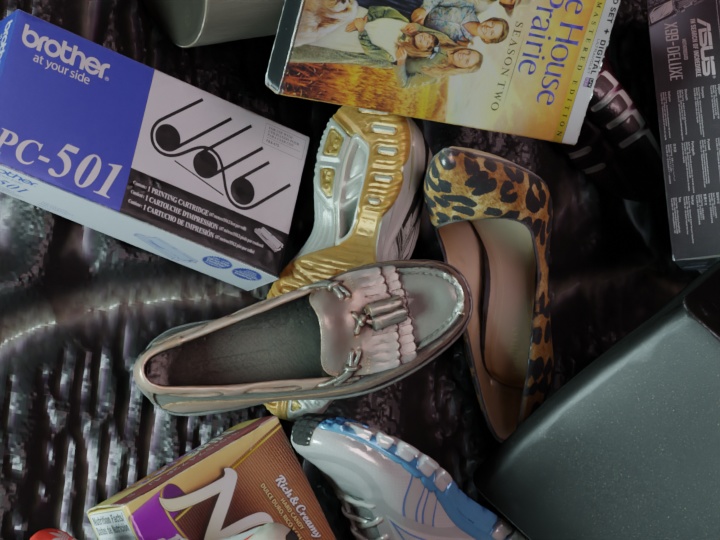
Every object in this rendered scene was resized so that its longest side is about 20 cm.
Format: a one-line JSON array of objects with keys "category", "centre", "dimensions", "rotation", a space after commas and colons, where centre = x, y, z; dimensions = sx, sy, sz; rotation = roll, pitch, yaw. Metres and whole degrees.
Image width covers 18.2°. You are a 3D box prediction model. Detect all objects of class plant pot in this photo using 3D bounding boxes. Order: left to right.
[{"category": "plant pot", "centre": [0.225, 0.100, 1.348], "dimensions": [0.200, 0.178, 0.199], "rotation": [43, 37, 12]}]

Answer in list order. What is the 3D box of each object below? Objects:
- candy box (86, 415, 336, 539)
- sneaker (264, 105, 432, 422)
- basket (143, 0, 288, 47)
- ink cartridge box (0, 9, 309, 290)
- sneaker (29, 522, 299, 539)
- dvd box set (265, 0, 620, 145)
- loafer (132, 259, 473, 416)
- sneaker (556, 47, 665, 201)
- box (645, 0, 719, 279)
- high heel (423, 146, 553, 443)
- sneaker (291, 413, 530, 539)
[{"category": "candy box", "centre": [-0.060, 0.199, 1.293], "dimensions": [0.116, 0.056, 0.201], "rotation": [-28, 96, -32]}, {"category": "sneaker", "centre": [0.000, 0.000, 1.360], "dimensions": [0.088, 0.075, 0.201], "rotation": [27, 83, -66]}, {"category": "basket", "centre": [-0.029, -0.210, 1.346], "dimensions": [0.199, 0.180, 0.137], "rotation": [-18, 128, -26]}, {"category": "ink cartridge box", "centre": [-0.131, -0.068, 1.310], "dimensions": [0.199, 0.044, 0.095], "rotation": [22, 68, -26]}, {"category": "sneaker", "centre": [-0.132, 0.171, 1.203], "dimensions": [0.199, 0.070, 0.094], "rotation": [-30, 90, 7]}, {"category": "dvd box set", "centre": [0.056, -0.157, 1.303], "dimensions": [0.199, 0.029, 0.147], "rotation": [9, 109, -24]}, {"category": "loafer", "centre": [-0.033, 0.042, 1.277], "dimensions": [0.199, 0.063, 0.072], "rotation": [-16, 85, 5]}, {"category": "sneaker", "centre": [0.158, -0.150, 1.490], "dimensions": [0.200, 0.076, 0.116], "rotation": [48, 57, -14]}, {"category": "box", "centre": [0.230, -0.096, 1.484], "dimensions": [0.158, 0.049, 0.202], "rotation": [26, 58, -72]}, {"category": "high heel", "centre": [0.079, 0.016, 1.361], "dimensions": [0.200, 0.071, 0.144], "rotation": [47, 45, -62]}, {"category": "sneaker", "centre": [0.023, 0.156, 1.332], "dimensions": [0.200, 0.075, 0.087], "rotation": [40, 74, -35]}]
